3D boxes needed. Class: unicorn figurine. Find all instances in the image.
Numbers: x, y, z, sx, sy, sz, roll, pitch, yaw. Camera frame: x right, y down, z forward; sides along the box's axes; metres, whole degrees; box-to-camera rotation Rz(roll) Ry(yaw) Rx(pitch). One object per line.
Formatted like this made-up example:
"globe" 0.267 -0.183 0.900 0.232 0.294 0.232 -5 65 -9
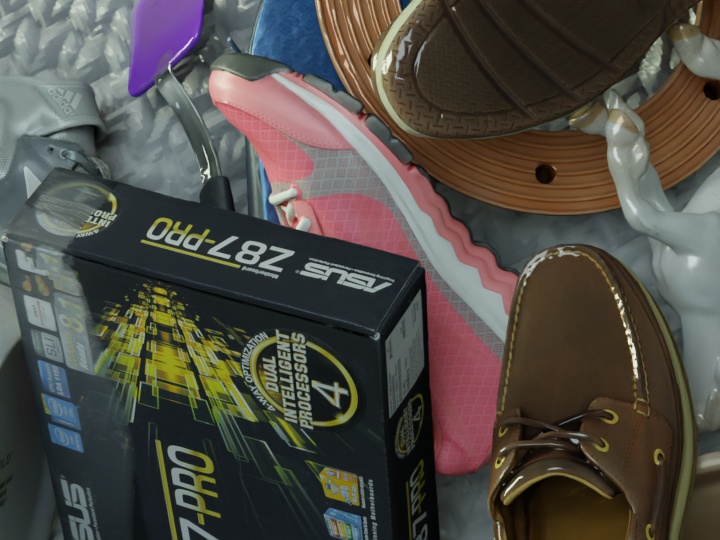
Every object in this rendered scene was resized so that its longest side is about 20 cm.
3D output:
"unicorn figurine" 0.143 -0.022 1.083 0.200 0.074 0.138 -37 104 -6

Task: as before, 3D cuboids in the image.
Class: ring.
"ring" 0.077 -0.120 1.132 0.200 0.019 0.201 2 80 -10

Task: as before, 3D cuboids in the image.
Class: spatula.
"spatula" -0.070 -0.051 1.163 0.056 0.021 0.200 -38 55 37

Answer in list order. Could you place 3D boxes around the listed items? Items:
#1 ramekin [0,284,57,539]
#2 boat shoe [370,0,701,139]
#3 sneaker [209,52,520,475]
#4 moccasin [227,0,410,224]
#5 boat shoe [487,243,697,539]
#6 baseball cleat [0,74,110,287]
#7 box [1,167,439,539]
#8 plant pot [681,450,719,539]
"ramekin" -0.193 0.088 1.113 0.105 0.200 0.201 11 81 8
"boat shoe" 0.084 -0.108 1.084 0.202 0.075 0.075 -29 99 -22
"sneaker" 0.000 0.000 1.078 0.087 0.074 0.200 -44 96 -8
"moccasin" -0.025 -0.051 1.148 0.080 0.068 0.201 9 84 -10
"boat shoe" 0.083 0.077 0.999 0.072 0.068 0.201 -10 64 20
"baseball cleat" -0.119 -0.024 1.178 0.200 0.070 0.107 24 86 19
"box" -0.050 0.062 1.076 0.161 0.200 0.049 17 47 21
"plant pot" 0.159 0.172 1.039 0.200 0.093 0.202 -3 78 15
